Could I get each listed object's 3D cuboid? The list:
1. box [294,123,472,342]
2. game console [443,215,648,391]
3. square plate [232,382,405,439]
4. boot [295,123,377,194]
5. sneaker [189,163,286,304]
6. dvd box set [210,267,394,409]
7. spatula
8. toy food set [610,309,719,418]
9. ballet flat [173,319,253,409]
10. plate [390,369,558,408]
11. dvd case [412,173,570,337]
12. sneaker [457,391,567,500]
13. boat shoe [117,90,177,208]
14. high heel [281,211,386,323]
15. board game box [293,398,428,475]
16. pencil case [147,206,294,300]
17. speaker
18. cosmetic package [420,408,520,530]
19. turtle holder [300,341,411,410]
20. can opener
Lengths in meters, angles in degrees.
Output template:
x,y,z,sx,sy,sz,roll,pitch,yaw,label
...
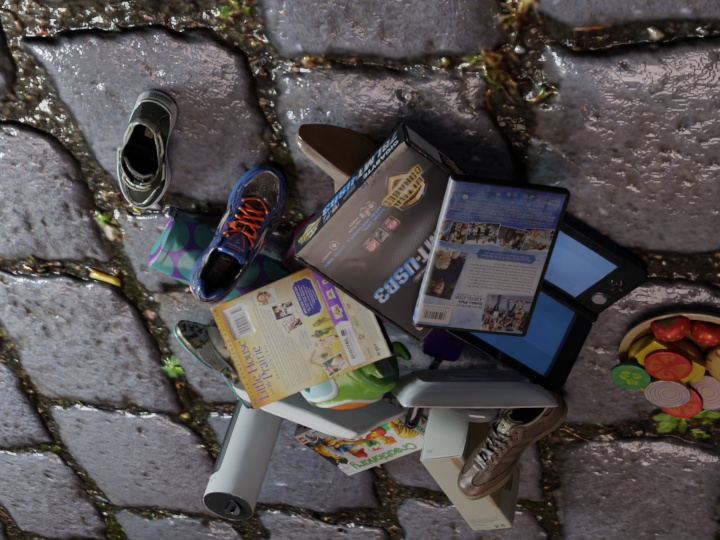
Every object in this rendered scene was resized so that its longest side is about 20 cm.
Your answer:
x,y,z,sx,sy,sz,roll,pitch,yaw,label
0.058,-0.040,1.442,0.198,0.050,0.200,36,112,-22,box
0.225,0.031,1.520,0.199,0.119,0.171,29,140,-16,game console
-0.057,0.192,1.755,0.197,0.200,0.029,17,98,19,square plate
-0.006,-0.090,1.501,0.199,0.070,0.146,25,143,-9,boot
-0.149,-0.040,1.546,0.075,0.078,0.201,25,98,-10,sneaker
-0.075,0.076,1.582,0.199,0.029,0.147,-23,93,12,dvd box set
0.099,0.148,1.733,0.056,0.021,0.201,15,124,-5,spatula
0.435,0.125,1.611,0.199,0.049,0.198,26,141,-11,toy food set
-0.195,0.128,1.843,0.072,0.072,0.200,-14,132,33,ballet flat
0.144,0.154,1.631,0.198,0.033,0.200,1,-178,-4,plate
0.150,-0.014,1.431,0.142,0.018,0.201,6,120,-13,dvd case
0.202,0.233,1.740,0.070,0.200,0.076,41,174,45,sneaker
-0.276,-0.137,1.545,0.070,0.064,0.200,18,141,-1,boat shoe
0.000,0.000,1.611,0.199,0.068,0.096,25,132,-16,high heel
0.006,0.253,1.931,0.126,0.035,0.200,38,137,-25,board game box
-0.176,-0.007,1.638,0.199,0.093,0.085,25,138,-8,pencil case
-0.175,0.280,1.895,0.081,0.201,0.081,10,141,8,speaker
0.169,0.298,1.871,0.071,0.106,0.200,-10,136,28,cosmetic package
-0.038,0.106,1.670,0.186,0.141,0.132,45,119,-11,turtle holder
0.106,0.174,1.782,0.199,0.067,0.053,4,141,23,can opener
